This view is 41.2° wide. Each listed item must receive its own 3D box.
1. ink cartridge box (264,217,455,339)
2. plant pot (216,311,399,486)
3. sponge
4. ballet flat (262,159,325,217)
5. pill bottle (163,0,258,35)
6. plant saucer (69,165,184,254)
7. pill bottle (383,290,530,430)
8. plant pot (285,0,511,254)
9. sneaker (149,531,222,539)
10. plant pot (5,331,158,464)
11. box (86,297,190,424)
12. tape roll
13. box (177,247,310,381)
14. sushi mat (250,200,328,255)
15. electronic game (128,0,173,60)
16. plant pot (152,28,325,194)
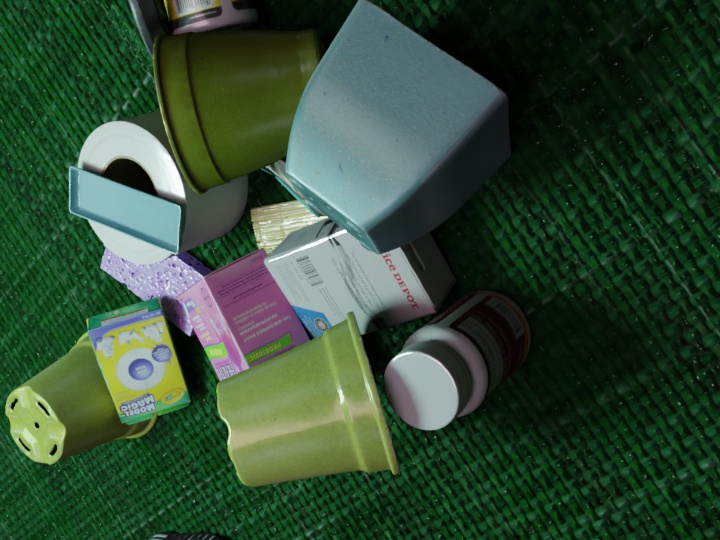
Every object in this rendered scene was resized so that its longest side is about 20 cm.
[{"bbox_3d":[0.000,0.000,1.236,0.200,0.084,0.145,-18,111,35],"label":"ink cartridge box"},{"bbox_3d":[-0.068,0.172,1.155,0.184,0.200,0.201,-17,99,-1],"label":"plant pot"},{"bbox_3d":[-0.314,0.001,1.486,0.200,0.030,0.112,35,123,18],"label":"sponge"},{"bbox_3d":[-0.103,-0.146,1.289,0.200,0.067,0.064,37,95,19],"label":"ballet flat"},{"bbox_3d":[-0.208,-0.404,1.223,0.114,0.114,0.201,-6,103,34],"label":"pill bottle"},{"bbox_3d":[-0.316,-0.084,1.294,0.199,0.019,0.070,21,117,26],"label":"plant saucer"},{"bbox_3d":[0.117,0.106,1.144,0.114,0.200,0.115,11,113,29],"label":"pill bottle"},{"bbox_3d":[0.029,-0.136,1.069,0.196,0.196,0.200,38,86,16],"label":"plant pot"},{"bbox_3d":[-0.282,0.510,1.629,0.200,0.076,0.116,-6,109,44],"label":"sneaker"},{"bbox_3d":[-0.463,0.218,1.562,0.200,0.184,0.201,11,112,29],"label":"plant pot"},{"bbox_3d":[-0.339,0.151,1.488,0.048,0.117,0.201,-123,18,-59],"label":"box"},{"bbox_3d":[-0.278,-0.122,1.353,0.202,0.139,0.203,11,112,28],"label":"tape roll"},{"bbox_3d":[-0.153,0.091,1.330,0.200,0.097,0.176,63,156,-2],"label":"box"},{"bbox_3d":[-0.064,-0.053,1.318,0.199,0.012,0.096,-7,102,34],"label":"sushi mat"},{"bbox_3d":[-0.277,-0.360,1.245,0.041,0.200,0.201,-14,101,2],"label":"electronic game"},{"bbox_3d":[-0.130,-0.214,1.185,0.192,0.200,0.201,-13,101,5],"label":"plant pot"}]
